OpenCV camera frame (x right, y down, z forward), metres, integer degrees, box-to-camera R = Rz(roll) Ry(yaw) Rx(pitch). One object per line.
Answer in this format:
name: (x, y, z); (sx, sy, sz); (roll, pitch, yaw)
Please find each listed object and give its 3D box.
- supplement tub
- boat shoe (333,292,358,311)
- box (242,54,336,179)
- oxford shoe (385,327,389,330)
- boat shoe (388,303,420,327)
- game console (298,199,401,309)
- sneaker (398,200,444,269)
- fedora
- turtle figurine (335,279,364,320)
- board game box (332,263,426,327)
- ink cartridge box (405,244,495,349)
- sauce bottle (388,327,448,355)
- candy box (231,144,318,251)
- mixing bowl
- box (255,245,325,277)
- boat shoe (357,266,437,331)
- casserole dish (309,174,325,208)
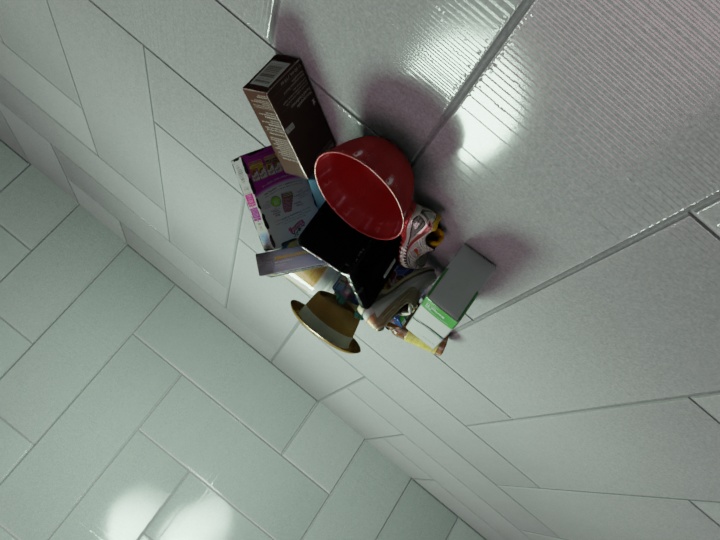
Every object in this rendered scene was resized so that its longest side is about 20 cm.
supplement tub: (-0.132, -0.031, 1.528); (0.198, 0.147, 0.144); (35, 159, -13)
boat shoe: (0.027, 0.067, 1.496); (0.195, 0.073, 0.065); (9, 138, -20)
box: (-0.128, -0.282, 1.127); (0.074, 0.101, 0.202); (21, 152, 34)
oxford shoe: (0.022, 0.075, 1.600); (0.199, 0.073, 0.071); (38, 158, 2)
boat shoe: (0.099, 0.104, 1.461); (0.196, 0.072, 0.070); (15, -179, -19)
game console: (-0.005, -0.059, 1.212); (0.114, 0.202, 0.177); (15, 147, 34)
sneaker: (0.122, -0.056, 1.201); (0.081, 0.079, 0.201); (20, 158, 15)
fedora: (-0.066, 0.107, 1.388); (0.199, 0.083, 0.201); (36, -172, -5)
turtle figurine: (0.000, 0.000, 1.293); (0.150, 0.099, 0.203); (54, 146, 42)
board game box: (0.048, 0.032, 1.398); (0.197, 0.136, 0.035); (24, 158, 32)
ink cartridge box: (0.179, 0.059, 1.237); (0.082, 0.147, 0.201); (36, 157, 7)
sauce bottle: (0.128, 0.152, 1.550); (0.196, 0.067, 0.066); (24, 157, 0)
candy box: (-0.175, -0.162, 1.289); (0.061, 0.135, 0.204); (-3, 109, 57)
mixing bowl: (0.024, -0.167, 1.094); (0.198, 0.109, 0.202); (32, 155, 17)
box: (-0.143, -0.024, 1.349); (0.200, 0.154, 0.050); (129, 131, -88)
boat shoe: (0.089, 0.062, 1.269); (0.069, 0.197, 0.075); (53, 156, 18)
casserole dish: (-0.095, -0.167, 1.373); (0.122, 0.039, 0.198); (49, 155, -23)
